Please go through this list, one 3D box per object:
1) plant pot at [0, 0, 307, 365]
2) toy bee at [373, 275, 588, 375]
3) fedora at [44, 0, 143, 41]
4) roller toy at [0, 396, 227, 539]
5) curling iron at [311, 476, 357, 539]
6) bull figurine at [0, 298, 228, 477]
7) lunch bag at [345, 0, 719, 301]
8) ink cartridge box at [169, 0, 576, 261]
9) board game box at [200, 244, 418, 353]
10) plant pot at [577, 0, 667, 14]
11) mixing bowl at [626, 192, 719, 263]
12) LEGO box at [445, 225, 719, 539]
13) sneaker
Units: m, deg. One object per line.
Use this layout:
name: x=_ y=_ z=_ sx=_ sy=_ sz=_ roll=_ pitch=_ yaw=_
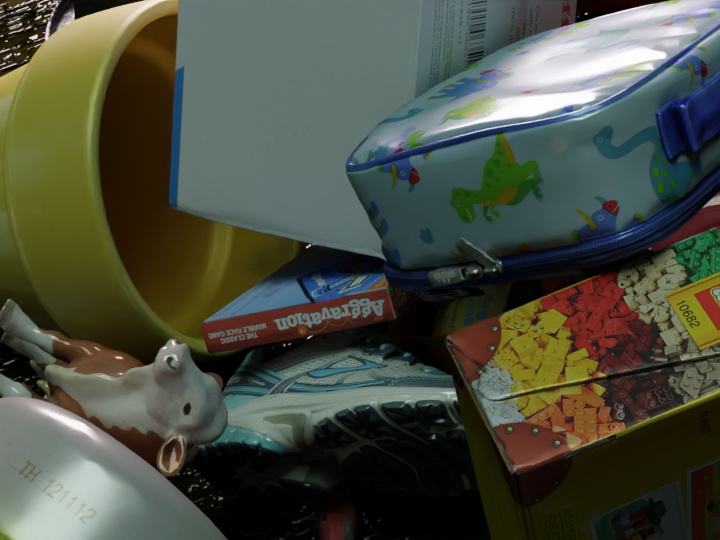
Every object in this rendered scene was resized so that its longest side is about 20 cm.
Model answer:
plant pot: x=-0.159 y=-0.044 z=0.995 sx=0.188 sy=0.201 sz=0.201 roll=-5 pitch=42 yaw=32
toy bee: x=0.086 y=0.027 z=0.903 sx=0.199 sy=0.109 sz=0.131 roll=-12 pitch=42 yaw=3
fedora: x=-0.140 y=-0.203 z=1.210 sx=0.199 sy=0.092 sz=0.201 roll=-8 pitch=44 yaw=7
roller toy: x=-0.135 y=0.154 z=0.781 sx=0.140 sy=0.183 sz=0.200 roll=-48 pitch=12 yaw=-26
curling iron: x=-0.023 y=0.127 z=0.890 sx=0.049 sy=0.026 sz=0.201 roll=-4 pitch=44 yaw=8
bull figurine: x=-0.133 y=0.067 z=0.864 sx=0.121 sy=0.200 sz=0.065 roll=30 pitch=69 yaw=-4
lunch bag: x=0.102 y=-0.061 z=0.794 sx=0.160 sy=0.083 sz=0.200 roll=-10 pitch=17 yaw=39
ink cartridge box: x=0.013 y=-0.106 z=0.943 sx=0.144 sy=0.148 sz=0.200 roll=12 pitch=17 yaw=28
board game box: x=0.000 y=0.000 z=0.933 sx=0.102 sy=0.020 sz=0.200 roll=-12 pitch=10 yaw=22
plant pot: x=0.136 y=-0.250 z=1.123 sx=0.194 sy=0.201 sz=0.201 roll=3 pitch=46 yaw=30
mixing bowl: x=0.201 y=-0.040 z=0.937 sx=0.199 sy=0.109 sz=0.201 roll=-9 pitch=44 yaw=9
LEGO box: x=0.130 y=0.090 z=0.757 sx=0.148 sy=0.201 sz=0.077 roll=-21 pitch=47 yaw=-6
sneaker: x=0.003 y=0.058 z=0.852 sx=0.199 sy=0.078 sz=0.087 roll=-9 pitch=50 yaw=35
